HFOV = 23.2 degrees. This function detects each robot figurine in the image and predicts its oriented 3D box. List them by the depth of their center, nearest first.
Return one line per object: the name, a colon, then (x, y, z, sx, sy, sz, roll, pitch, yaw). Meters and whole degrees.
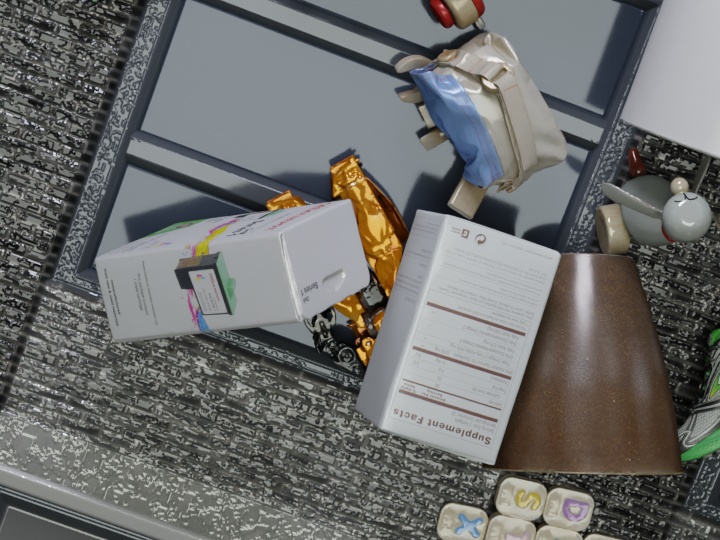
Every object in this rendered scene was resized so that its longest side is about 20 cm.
robot figurine: (0.000, 0.000, 1.670, 0.144, 0.058, 0.201, -28, 99, 3)

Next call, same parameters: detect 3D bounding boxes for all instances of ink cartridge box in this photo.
ink cartridge box: (-0.113, 0.000, 1.584, 0.199, 0.145, 0.084, -7, 101, 28)

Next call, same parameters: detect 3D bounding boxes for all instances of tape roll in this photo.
tape roll: (0.351, -0.166, 1.582, 0.202, 0.203, 0.140, 19, 98, -5)

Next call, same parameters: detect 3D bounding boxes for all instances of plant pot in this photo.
plant pot: (0.209, 0.087, 1.645, 0.186, 0.187, 0.201, 2, 85, -2)

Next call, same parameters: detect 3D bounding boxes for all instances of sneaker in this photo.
sneaker: (0.353, 0.105, 1.700, 0.085, 0.078, 0.200, 40, 87, -1)

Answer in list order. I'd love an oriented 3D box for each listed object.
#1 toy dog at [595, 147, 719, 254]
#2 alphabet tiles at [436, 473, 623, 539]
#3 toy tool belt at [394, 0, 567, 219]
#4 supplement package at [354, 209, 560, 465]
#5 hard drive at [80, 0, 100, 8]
toy dog: (0.277, -0.071, 1.613, 0.131, 0.200, 0.097, -13, 90, -25)
alphabet tiles: (0.163, 0.307, 1.751, 0.195, 0.015, 0.201, 14, 99, -5)
toy tool belt: (0.093, -0.158, 1.613, 0.123, 0.125, 0.201, -33, 102, -3)
supplement package: (0.086, 0.058, 1.598, 0.117, 0.117, 0.201, 18, 91, -13)
hard drive: (-0.204, -0.351, 1.612, 0.199, 0.038, 0.140, -32, 99, 3)
